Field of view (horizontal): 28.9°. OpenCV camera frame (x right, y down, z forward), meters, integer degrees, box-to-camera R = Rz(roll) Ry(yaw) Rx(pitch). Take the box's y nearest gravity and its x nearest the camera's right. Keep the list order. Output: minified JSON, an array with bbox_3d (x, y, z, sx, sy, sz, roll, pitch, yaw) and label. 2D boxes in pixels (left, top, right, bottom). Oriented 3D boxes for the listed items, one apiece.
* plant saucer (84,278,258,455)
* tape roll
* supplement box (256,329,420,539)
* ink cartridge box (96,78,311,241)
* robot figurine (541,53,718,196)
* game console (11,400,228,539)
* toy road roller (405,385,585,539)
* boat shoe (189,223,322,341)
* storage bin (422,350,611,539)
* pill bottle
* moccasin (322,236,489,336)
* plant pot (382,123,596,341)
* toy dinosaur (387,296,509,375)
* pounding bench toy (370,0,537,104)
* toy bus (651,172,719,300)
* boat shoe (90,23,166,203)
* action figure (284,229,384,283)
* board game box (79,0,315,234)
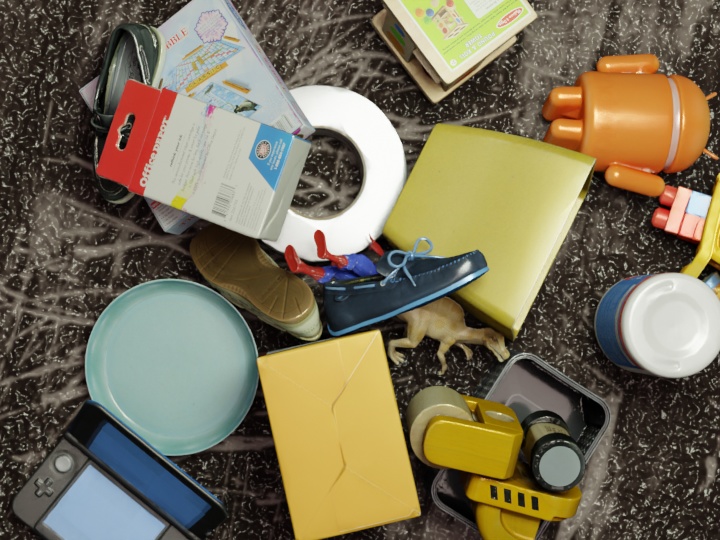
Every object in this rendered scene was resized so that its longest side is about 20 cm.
[{"bbox_3d":[-0.212,0.108,1.585,0.199,0.027,0.201,0,95,5],"label":"plant saucer"},{"bbox_3d":[-0.048,-0.109,1.595,0.199,0.066,0.201,0,88,-4],"label":"tape roll"},{"bbox_3d":[-0.027,0.173,1.520,0.132,0.200,0.198,-13,89,-3],"label":"supplement box"},{"bbox_3d":[-0.167,-0.118,1.486,0.199,0.067,0.117,21,95,14],"label":"ink cartridge box"},{"bbox_3d":[0.310,-0.166,1.593,0.199,0.144,0.117,1,127,-3],"label":"robot figurine"},{"bbox_3d":[-0.270,0.264,1.545,0.200,0.118,0.171,39,86,-1],"label":"game console"},{"bbox_3d":[0.136,0.218,1.480,0.199,0.123,0.146,15,99,-3],"label":"toy road roller"},{"bbox_3d":[-0.119,0.015,1.556,0.073,0.063,0.200,-41,51,-12],"label":"boat shoe"},{"bbox_3d":[0.175,0.203,1.586,0.135,0.094,0.200,33,88,-2],"label":"storage bin"},{"bbox_3d":[0.321,0.059,1.544,0.112,0.200,0.113,0,89,-4],"label":"pill bottle"},{"bbox_3d":[0.036,0.011,1.443,0.200,0.080,0.068,-22,86,28],"label":"moccasin"},{"bbox_3d":[0.135,-0.054,1.550,0.176,0.200,0.200,26,87,9],"label":"plant pot"},{"bbox_3d":[0.069,0.059,1.573,0.199,0.101,0.058,22,44,-6],"label":"toy dinosaur"},{"bbox_3d":[0.129,-0.302,1.565,0.200,0.156,0.124,-38,90,-4],"label":"pounding bench toy"},{"bbox_3d":[0.423,-0.019,1.596,0.191,0.136,0.201,15,90,10],"label":"toy bus"},{"bbox_3d":[-0.261,-0.174,1.521,0.074,0.066,0.200,16,91,19],"label":"boat shoe"},{"bbox_3d":[0.000,0.000,1.549,0.065,0.200,0.052,-31,57,25],"label":"action figure"},{"bbox_3d":[-0.184,-0.178,1.554,0.200,0.041,0.200,-35,76,12],"label":"board game box"}]
